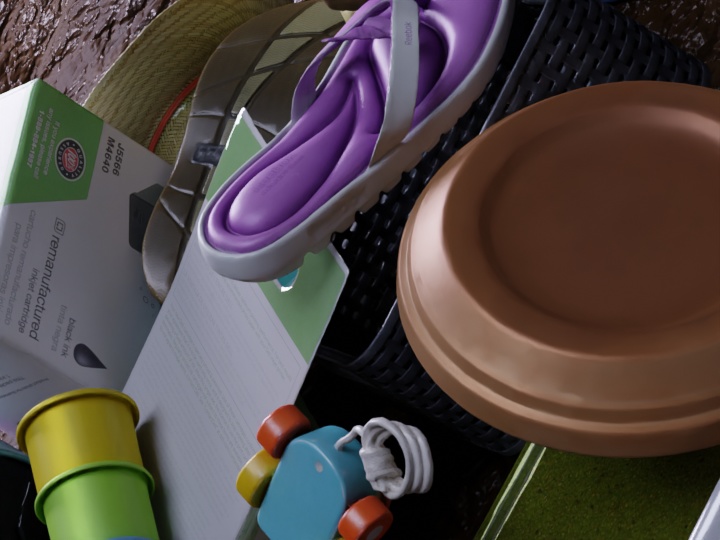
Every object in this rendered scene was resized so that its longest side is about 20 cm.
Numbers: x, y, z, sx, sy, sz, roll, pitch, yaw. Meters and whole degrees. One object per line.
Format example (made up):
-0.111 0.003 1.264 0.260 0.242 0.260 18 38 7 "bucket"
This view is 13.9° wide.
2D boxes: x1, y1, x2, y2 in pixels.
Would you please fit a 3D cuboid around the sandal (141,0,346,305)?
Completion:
-0.052 -0.055 1.500 0.080 0.054 0.201 14 62 19 "sandal"

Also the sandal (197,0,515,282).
0.000 -0.078 1.288 0.082 0.050 0.203 15 58 38 "sandal"

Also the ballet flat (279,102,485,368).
0.000 0.000 1.458 0.200 0.073 0.073 -47 33 1 "ballet flat"

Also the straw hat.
-0.075 -0.066 1.589 0.085 0.201 0.201 43 104 15 "straw hat"

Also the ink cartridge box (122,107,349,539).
-0.050 0.049 1.356 0.201 0.048 0.146 -64 35 23 "ink cartridge box"

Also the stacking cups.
-0.109 0.153 1.335 0.060 0.060 0.201 -37 54 31 "stacking cups"

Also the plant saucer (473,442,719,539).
0.121 0.102 1.236 0.200 0.048 0.201 26 86 57 "plant saucer"

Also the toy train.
0.017 0.149 1.260 0.150 0.055 0.201 4 107 45 "toy train"

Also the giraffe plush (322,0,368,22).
0.025 -0.229 1.464 0.162 0.173 0.201 -32 51 9 "giraffe plush"

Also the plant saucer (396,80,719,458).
0.112 -0.011 1.209 0.199 0.038 0.201 -5 47 5 "plant saucer"

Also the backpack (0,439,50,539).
-0.221 0.171 1.467 0.201 0.176 0.153 -56 36 -3 "backpack"

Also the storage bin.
0.060 -0.029 1.359 0.201 0.093 0.135 -62 19 -5 "storage bin"

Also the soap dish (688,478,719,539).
0.216 0.102 1.075 0.200 0.081 0.158 23 84 58 "soap dish"

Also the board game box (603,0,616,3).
0.172 -0.214 1.427 0.199 0.036 0.152 -12 55 51 "board game box"

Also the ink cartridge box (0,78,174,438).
-0.128 0.019 1.503 0.084 0.200 0.146 -20 49 42 "ink cartridge box"
